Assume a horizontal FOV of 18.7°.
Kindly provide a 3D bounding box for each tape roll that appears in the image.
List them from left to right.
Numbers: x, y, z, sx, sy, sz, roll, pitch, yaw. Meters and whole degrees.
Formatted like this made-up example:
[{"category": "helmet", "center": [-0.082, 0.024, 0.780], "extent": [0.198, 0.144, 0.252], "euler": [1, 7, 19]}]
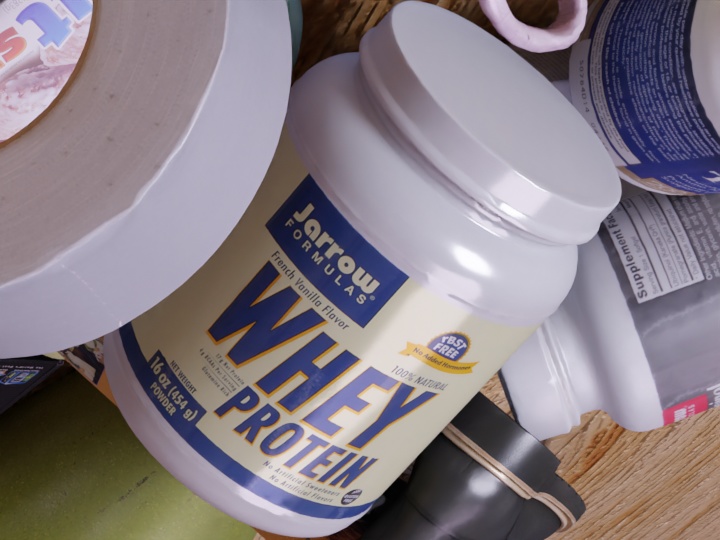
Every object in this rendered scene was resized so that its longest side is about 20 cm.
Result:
[{"category": "tape roll", "center": [-0.127, -0.074, 0.757], "extent": [0.200, 0.201, 0.066], "euler": [-20, 157, 10]}]

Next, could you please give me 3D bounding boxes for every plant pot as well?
[{"category": "plant pot", "center": [-0.128, 0.123, 1.286], "extent": [0.200, 0.187, 0.187], "euler": [-42, 150, 18]}]

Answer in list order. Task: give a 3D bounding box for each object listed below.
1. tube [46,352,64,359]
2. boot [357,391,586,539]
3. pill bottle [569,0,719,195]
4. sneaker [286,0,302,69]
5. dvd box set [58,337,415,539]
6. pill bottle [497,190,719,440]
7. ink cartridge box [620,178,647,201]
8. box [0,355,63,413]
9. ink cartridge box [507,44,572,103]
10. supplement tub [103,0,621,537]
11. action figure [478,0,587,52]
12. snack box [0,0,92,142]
[{"category": "tube", "center": [-0.188, 0.001, 1.078], "extent": [0.052, 0.058, 0.200], "euler": [-30, 157, 10]}, {"category": "boot", "center": [0.032, 0.132, 1.039], "extent": [0.138, 0.077, 0.200], "euler": [-50, 159, -4]}, {"category": "pill bottle", "center": [0.176, -0.090, 0.936], "extent": [0.111, 0.111, 0.200], "euler": [-9, -178, -18]}, {"category": "sneaker", "center": [-0.131, -0.080, 0.909], "extent": [0.200, 0.078, 0.140], "euler": [-33, 147, 16]}, {"category": "dvd box set", "center": [-0.045, 0.069, 1.121], "extent": [0.146, 0.200, 0.029], "euler": [-18, 143, -54]}, {"category": "pill bottle", "center": [0.160, 0.013, 1.064], "extent": [0.200, 0.111, 0.111], "euler": [-20, 158, 2]}, {"category": "ink cartridge box", "center": [0.217, -0.065, 1.176], "extent": [0.200, 0.086, 0.148], "euler": [-21, 157, 8]}, {"category": "box", "center": [-0.285, 0.061, 1.175], "extent": [0.200, 0.044, 0.160], "euler": [5, 149, -42]}, {"category": "ink cartridge box", "center": [0.032, -0.016, 1.063], "extent": [0.200, 0.041, 0.200], "euler": [-17, 138, -40]}, {"category": "supplement tub", "center": [0.000, 0.000, 0.926], "extent": [0.145, 0.145, 0.200], "euler": [11, 128, -49]}, {"category": "action figure", "center": [0.033, -0.190, 0.667], "extent": [0.200, 0.149, 0.134], "euler": [-60, 153, 13]}, {"category": "snack box", "center": [-0.105, -0.098, 0.852], "extent": [0.200, 0.024, 0.072], "euler": [-37, 129, 7]}]
